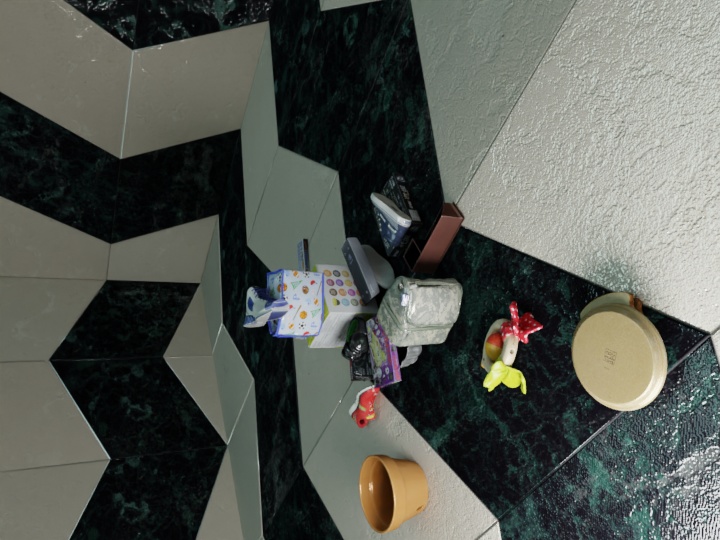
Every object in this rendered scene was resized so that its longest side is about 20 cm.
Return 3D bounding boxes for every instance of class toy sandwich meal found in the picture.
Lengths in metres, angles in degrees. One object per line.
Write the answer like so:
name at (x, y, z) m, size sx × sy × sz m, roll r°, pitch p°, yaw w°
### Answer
toy sandwich meal at (0.469, 0.147, 0.993) m, size 0.204 × 0.069 × 0.211 m, roll 3°, pitch 94°, yaw 58°

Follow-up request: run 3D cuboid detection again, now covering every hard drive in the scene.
hard drive at (0.000, 0.000, 1.752) m, size 0.135 × 0.042 × 0.204 m, roll 127°, pitch 121°, yaw -72°

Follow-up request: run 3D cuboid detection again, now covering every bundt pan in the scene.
bundt pan at (0.120, 0.190, 1.616) m, size 0.201 × 0.074 × 0.208 m, roll -11°, pitch 78°, yaw 61°

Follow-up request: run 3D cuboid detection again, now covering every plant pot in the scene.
plant pot at (0.099, 0.621, 1.552) m, size 0.199 × 0.137 × 0.206 m, roll -8°, pitch 80°, yaw 60°

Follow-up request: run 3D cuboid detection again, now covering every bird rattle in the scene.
bird rattle at (0.318, 0.169, 1.238) m, size 0.163 × 0.110 × 0.206 m, roll -173°, pitch 89°, yaw -77°

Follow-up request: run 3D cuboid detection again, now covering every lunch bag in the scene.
lunch bag at (-0.206, 0.108, 1.725) m, size 0.123 × 0.167 × 0.206 m, roll -14°, pitch 76°, yaw 52°
lunch bag at (0.157, 0.092, 1.431) m, size 0.140 × 0.196 × 0.170 m, roll 58°, pitch 137°, yaw 45°

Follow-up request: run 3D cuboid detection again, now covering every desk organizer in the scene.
desk organizer at (0.197, -0.088, 1.498) m, size 0.202 × 0.075 × 0.072 m, roll -65°, pitch 36°, yaw 35°

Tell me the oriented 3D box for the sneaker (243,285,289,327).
sneaker at (-0.297, 0.096, 1.645) m, size 0.198 × 0.079 × 0.118 m, roll -24°, pitch 70°, yaw 47°

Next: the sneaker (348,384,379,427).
sneaker at (0.027, 0.443, 1.789) m, size 0.086 × 0.076 × 0.202 m, roll 56°, pitch 143°, yaw 32°

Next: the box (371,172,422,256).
box at (0.109, -0.172, 1.702) m, size 0.161 × 0.043 × 0.203 m, roll -56°, pitch 41°, yaw 44°

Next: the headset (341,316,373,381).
headset at (-0.003, 0.244, 1.715) m, size 0.124 × 0.092 × 0.204 m, roll 123°, pitch 155°, yaw -47°

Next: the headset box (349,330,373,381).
headset box at (0.030, 0.277, 1.776) m, size 0.199 × 0.076 × 0.153 m, roll -28°, pitch 63°, yaw 59°

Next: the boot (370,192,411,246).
boot at (0.074, -0.155, 1.643) m, size 0.201 × 0.071 × 0.092 m, roll 52°, pitch 125°, yaw 49°

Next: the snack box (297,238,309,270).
snack box at (-0.246, -0.029, 2.366) m, size 0.072 × 0.024 × 0.205 m, roll -29°, pitch 63°, yaw 58°

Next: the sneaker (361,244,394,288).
sneaker at (0.055, 0.002, 1.783) m, size 0.201 × 0.073 × 0.083 m, roll 56°, pitch 164°, yaw 41°

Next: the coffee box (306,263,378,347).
coffee box at (-0.081, 0.123, 1.869) m, size 0.201 × 0.194 × 0.203 m, roll -58°, pitch 40°, yaw 41°

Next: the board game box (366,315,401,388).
board game box at (0.066, 0.233, 1.611) m, size 0.120 × 0.032 × 0.205 m, roll -33°, pitch 59°, yaw 51°

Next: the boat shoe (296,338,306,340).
boat shoe at (-0.279, 0.226, 2.360) m, size 0.200 × 0.065 × 0.075 m, roll 46°, pitch 126°, yaw 53°
